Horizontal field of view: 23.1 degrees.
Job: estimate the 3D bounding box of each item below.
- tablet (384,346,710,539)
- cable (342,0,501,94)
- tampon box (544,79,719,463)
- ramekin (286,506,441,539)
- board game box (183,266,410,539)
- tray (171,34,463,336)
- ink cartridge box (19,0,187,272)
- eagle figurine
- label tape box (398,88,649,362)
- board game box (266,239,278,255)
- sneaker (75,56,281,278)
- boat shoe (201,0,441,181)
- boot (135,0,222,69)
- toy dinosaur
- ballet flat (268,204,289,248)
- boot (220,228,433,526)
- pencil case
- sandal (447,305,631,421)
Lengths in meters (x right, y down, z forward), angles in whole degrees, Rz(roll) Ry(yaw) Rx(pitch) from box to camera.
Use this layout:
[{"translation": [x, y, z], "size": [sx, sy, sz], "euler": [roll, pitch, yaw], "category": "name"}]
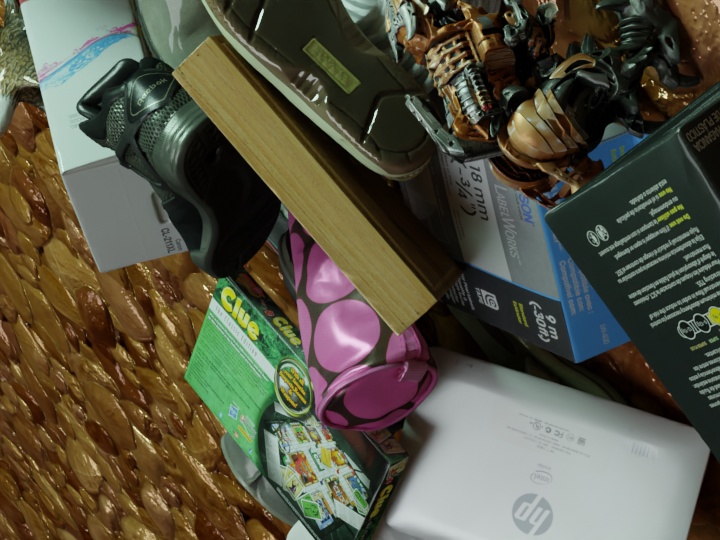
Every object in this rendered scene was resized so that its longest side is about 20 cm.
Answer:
[{"translation": [0.118, 0.137, 1.143], "size": [0.199, 0.014, 0.131], "euler": [17, 103, 19], "category": "tablet"}, {"translation": [-0.002, -0.198, 1.035], "size": [0.199, 0.069, 0.201], "euler": [29, 145, 39], "category": "cable"}, {"translation": [0.218, 0.000, 0.815], "size": [0.201, 0.150, 0.126], "euler": [54, 154, 0], "category": "tampon box"}, {"translation": [0.041, 0.188, 1.282], "size": [0.098, 0.200, 0.201], "euler": [56, 154, 13], "category": "ramekin"}, {"translation": [-0.048, 0.099, 1.208], "size": [0.200, 0.023, 0.105], "euler": [47, 133, 31], "category": "board game box"}, {"translation": [-0.021, -0.057, 1.052], "size": [0.200, 0.037, 0.099], "euler": [50, -164, 0], "category": "tray"}, {"translation": [-0.187, -0.123, 1.293], "size": [0.146, 0.082, 0.201], "euler": [82, 171, -60], "category": "ink cartridge box"}, {"translation": [-0.271, -0.160, 1.489], "size": [0.199, 0.152, 0.152], "euler": [20, -168, 3], "category": "eagle figurine"}, {"translation": [0.112, -0.026, 1.054], "size": [0.199, 0.063, 0.145], "euler": [25, 142, 45], "category": "label tape box"}, {"translation": [-0.046, -0.006, 1.338], "size": [0.200, 0.019, 0.103], "euler": [50, 178, 9], "category": "board game box"}, {"translation": [-0.117, -0.073, 1.152], "size": [0.114, 0.076, 0.200], "euler": [41, 169, 24], "category": "sneaker"}, {"translation": [-0.035, -0.128, 1.026], "size": [0.200, 0.071, 0.076], "euler": [52, 170, 5], "category": "boat shoe"}, {"translation": [-0.111, -0.195, 1.115], "size": [0.201, 0.067, 0.131], "euler": [57, 162, 2], "category": "boot"}, {"translation": [0.099, -0.082, 0.928], "size": [0.201, 0.135, 0.102], "euler": [58, 152, -9], "category": "toy dinosaur"}, {"translation": [-0.057, -0.064, 1.264], "size": [0.200, 0.068, 0.068], "euler": [42, 144, 0], "category": "ballet flat"}, {"translation": [-0.040, 0.080, 1.277], "size": [0.182, 0.072, 0.200], "euler": [54, 138, 3], "category": "boot"}, {"translation": [0.000, 0.000, 1.149], "size": [0.093, 0.091, 0.201], "euler": [-28, 57, 29], "category": "pencil case"}, {"translation": [0.118, 0.086, 1.181], "size": [0.201, 0.057, 0.080], "euler": [46, 152, 17], "category": "sandal"}]
